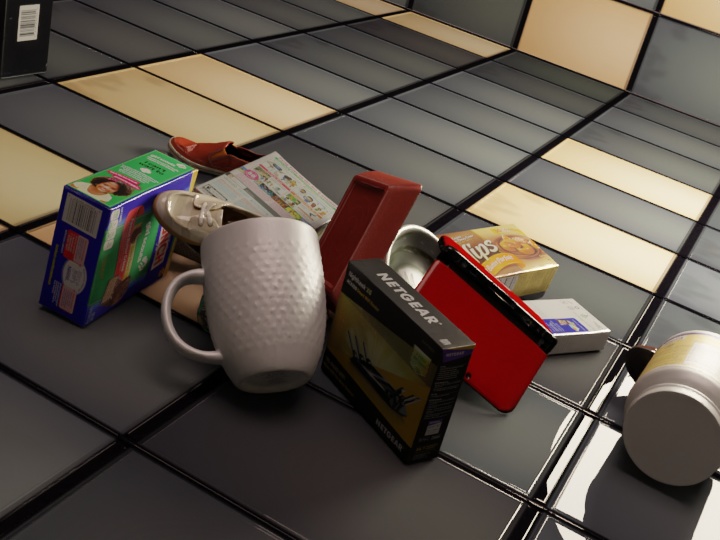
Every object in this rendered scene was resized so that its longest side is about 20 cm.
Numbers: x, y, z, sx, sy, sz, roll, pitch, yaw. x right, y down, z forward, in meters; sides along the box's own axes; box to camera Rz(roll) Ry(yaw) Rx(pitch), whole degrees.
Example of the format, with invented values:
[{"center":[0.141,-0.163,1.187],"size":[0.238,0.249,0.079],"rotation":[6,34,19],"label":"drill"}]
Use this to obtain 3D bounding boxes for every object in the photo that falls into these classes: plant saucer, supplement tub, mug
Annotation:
[{"center":[0.078,0.040,1.385],"size":[0.050,0.202,0.200],"rotation":[-21,4,34],"label":"plant saucer"},{"center":[0.420,0.174,1.292],"size":[0.144,0.147,0.199],"rotation":[26,27,20],"label":"supplement tub"},{"center":[-0.009,-0.045,1.362],"size":[0.036,0.202,0.199],"rotation":[29,1,-20],"label":"plant saucer"},{"center":[-0.136,0.049,1.193],"size":[0.197,0.148,0.178],"rotation":[-2,66,-16],"label":"mug"}]

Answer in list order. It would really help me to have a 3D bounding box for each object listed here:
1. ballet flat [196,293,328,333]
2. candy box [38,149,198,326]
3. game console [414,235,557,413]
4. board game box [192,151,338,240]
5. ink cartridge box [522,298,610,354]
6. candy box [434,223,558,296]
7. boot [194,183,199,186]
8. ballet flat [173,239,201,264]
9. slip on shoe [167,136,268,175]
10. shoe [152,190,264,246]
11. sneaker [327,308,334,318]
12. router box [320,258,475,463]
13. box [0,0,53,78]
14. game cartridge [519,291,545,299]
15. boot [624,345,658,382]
[{"center":[-0.119,0.039,1.329],"size":[0.198,0.076,0.068],"rotation":[-2,30,-34],"label":"ballet flat"},{"center":[-0.304,-0.046,1.283],"size":[0.076,0.171,0.200],"rotation":[26,27,11],"label":"candy box"},{"center":[0.154,0.068,1.366],"size":[0.200,0.119,0.172],"rotation":[41,8,-6],"label":"game console"},{"center":[-0.135,-0.080,1.436],"size":[0.147,0.065,0.200],"rotation":[41,35,11],"label":"board game box"},{"center":[0.270,0.084,1.511],"size":[0.198,0.040,0.100],"rotation":[1,30,-32],"label":"ink cartridge box"},{"center":[0.197,-0.009,1.556],"size":[0.198,0.056,0.116],"rotation":[-10,43,-38],"label":"candy box"},{"center":[-0.185,-0.049,1.495],"size":[0.198,0.066,0.165],"rotation":[26,34,3],"label":"boot"},{"center":[-0.203,-0.033,1.414],"size":[0.198,0.046,0.068],"rotation":[22,56,-10],"label":"ballet flat"},{"center":[-0.241,-0.200,1.755],"size":[0.197,0.062,0.074],"rotation":[19,27,10],"label":"slip on shoe"},{"center":[-0.164,-0.060,1.271],"size":[0.198,0.053,0.071],"rotation":[19,56,-30],"label":"shoe"},{"center":[0.000,0.000,1.443],"size":[0.074,0.091,0.201],"rotation":[26,26,-19],"label":"sneaker"},{"center":[0.038,0.103,1.199],"size":[0.052,0.159,0.200],"rotation":[-4,31,-36],"label":"router box"},{"center":[-0.701,-0.497,1.922],"size":[0.197,0.202,0.123],"rotation":[26,28,23],"label":"box"},{"center":[0.190,-0.003,1.643],"size":[0.197,0.041,0.134],"rotation":[5,31,-23],"label":"game cartridge"},{"center":[0.487,0.135,1.501],"size":[0.186,0.069,0.200],"rotation":[21,25,12],"label":"boot"}]
